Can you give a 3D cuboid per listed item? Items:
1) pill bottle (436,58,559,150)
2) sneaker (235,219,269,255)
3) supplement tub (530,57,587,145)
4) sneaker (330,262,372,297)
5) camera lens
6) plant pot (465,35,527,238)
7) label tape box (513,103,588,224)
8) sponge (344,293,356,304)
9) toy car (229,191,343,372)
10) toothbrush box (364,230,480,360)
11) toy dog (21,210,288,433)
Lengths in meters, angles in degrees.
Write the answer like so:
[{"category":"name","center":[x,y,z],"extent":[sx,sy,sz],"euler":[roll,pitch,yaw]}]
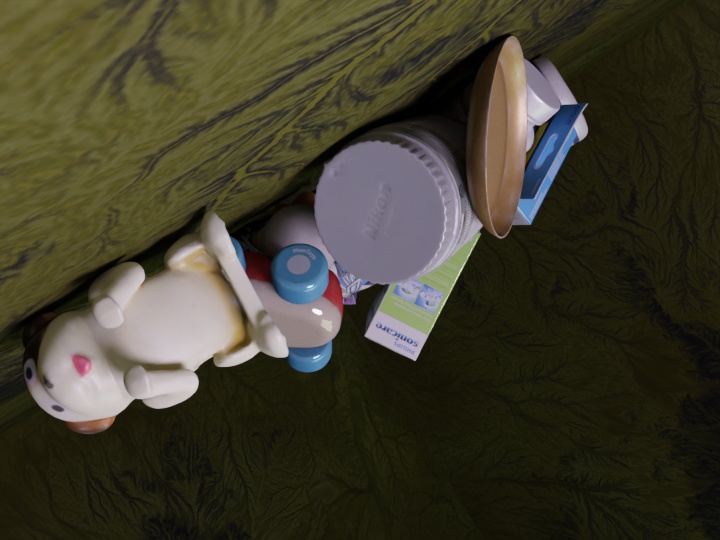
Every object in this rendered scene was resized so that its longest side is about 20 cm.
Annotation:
[{"category":"pill bottle","center":[0.146,-0.168,0.865],"extent":[0.200,0.111,0.111],"euler":[-40,177,35]},{"category":"sneaker","center":[-0.153,-0.021,0.906],"extent":[0.085,0.077,0.200],"euler":[-43,-179,45]},{"category":"supplement tub","center":[0.237,-0.221,1.084],"extent":[0.199,0.145,0.144],"euler":[-32,-178,15]},{"category":"sneaker","center":[0.000,0.000,0.996],"extent":[0.084,0.078,0.200],"euler":[-11,-174,13]},{"category":"camera lens","center":[0.056,-0.083,0.757],"extent":[0.159,0.161,0.200],"euler":[-30,-177,29]},{"category":"plant pot","center":[0.141,-0.135,0.709],"extent":[0.027,0.202,0.200],"euler":[5,-162,23]},{"category":"label tape box","center":[0.215,-0.134,0.910],"extent":[0.144,0.066,0.200],"euler":[-60,-156,-9]},{"category":"sponge","center":[-0.112,0.015,1.146],"extent":[0.198,0.112,0.030],"euler":[-1,-127,12]},{"category":"toy car","center":[-0.097,-0.014,0.823],"extent":[0.185,0.175,0.202],"euler":[90,9,-54]},{"category":"toothbrush box","center":[0.086,0.009,1.003],"extent":[0.146,0.085,0.202],"euler":[-76,-170,-80]},{"category":"toy dog","center":[-0.195,0.052,0.607],"extent":[0.199,0.141,0.194],"euler":[-29,-165,-19]}]
